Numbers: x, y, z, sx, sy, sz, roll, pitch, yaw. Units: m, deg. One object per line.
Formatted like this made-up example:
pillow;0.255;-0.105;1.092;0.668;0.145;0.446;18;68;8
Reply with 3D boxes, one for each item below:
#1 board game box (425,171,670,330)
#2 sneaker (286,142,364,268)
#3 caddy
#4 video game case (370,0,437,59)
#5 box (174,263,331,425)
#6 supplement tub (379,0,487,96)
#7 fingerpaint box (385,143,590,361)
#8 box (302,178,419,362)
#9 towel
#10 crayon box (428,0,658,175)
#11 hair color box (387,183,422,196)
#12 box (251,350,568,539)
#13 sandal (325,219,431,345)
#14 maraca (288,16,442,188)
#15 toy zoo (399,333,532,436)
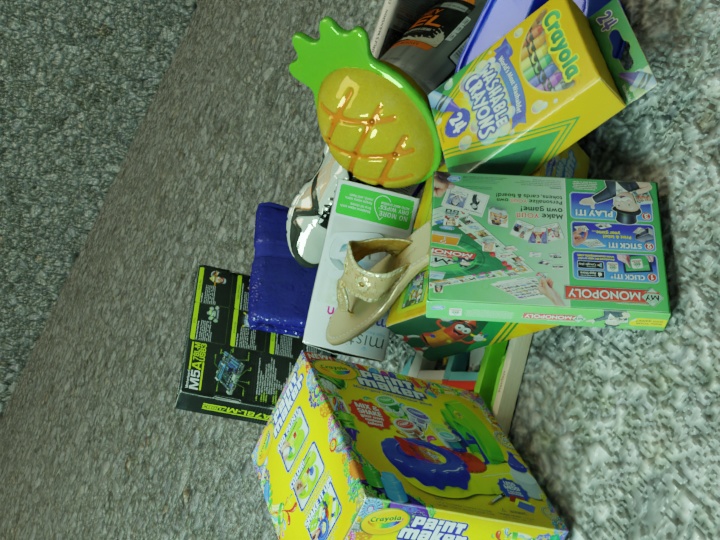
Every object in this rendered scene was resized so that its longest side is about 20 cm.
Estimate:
board game box;0.156;-0.019;0.868;0.029;0.196;0.137;87;-173;-57
sneaker;-0.034;-0.096;1.292;0.080;0.073;0.203;35;104;63
caddy;0.189;-0.215;1.060;0.141;0.104;0.202;34;99;42
video game case;0.068;-0.268;1.240;0.023;0.199;0.185;25;102;25
box;-0.131;0.099;1.313;0.048;0.189;0.203;115;161;-49
supplement tub;0.100;-0.233;1.165;0.200;0.123;0.122;-49;15;-30
fingerpaint box;0.126;-0.028;0.993;0.165;0.073;0.202;-22;40;43
box;0.000;0.000;1.154;0.200;0.095;0.180;-134;57;-88
towel;-0.074;0.003;1.356;0.050;0.145;0.203;106;168;-50
crayon box;0.161;-0.167;0.947;0.199;0.051;0.127;-35;45;26
hair color box;0.030;-0.164;1.373;0.110;0.064;0.201;-55;26;24
box;0.034;0.190;0.877;0.123;0.197;0.193;-63;30;20
sandal;0.020;-0.013;0.982;0.211;0.069;0.078;-36;31;28
maraca;0.006;-0.168;1.048;0.136;0.201;0.108;-17;29;43
toy zoo;0.097;0.115;1.054;0.199;0.020;0.133;-10;60;61
